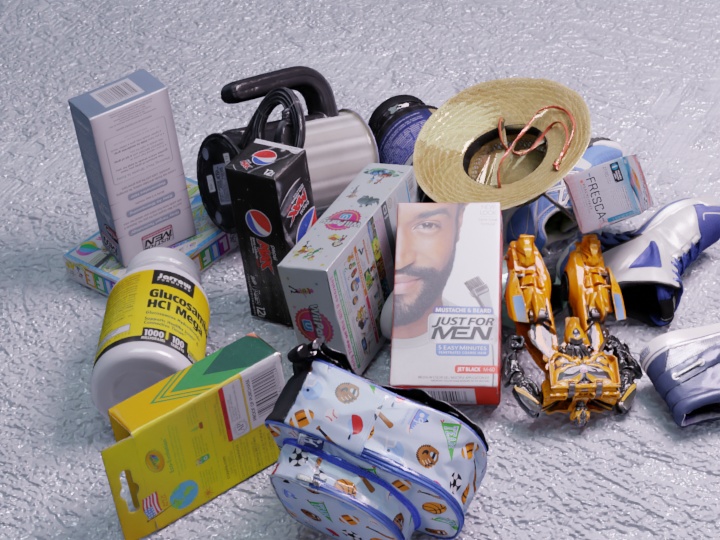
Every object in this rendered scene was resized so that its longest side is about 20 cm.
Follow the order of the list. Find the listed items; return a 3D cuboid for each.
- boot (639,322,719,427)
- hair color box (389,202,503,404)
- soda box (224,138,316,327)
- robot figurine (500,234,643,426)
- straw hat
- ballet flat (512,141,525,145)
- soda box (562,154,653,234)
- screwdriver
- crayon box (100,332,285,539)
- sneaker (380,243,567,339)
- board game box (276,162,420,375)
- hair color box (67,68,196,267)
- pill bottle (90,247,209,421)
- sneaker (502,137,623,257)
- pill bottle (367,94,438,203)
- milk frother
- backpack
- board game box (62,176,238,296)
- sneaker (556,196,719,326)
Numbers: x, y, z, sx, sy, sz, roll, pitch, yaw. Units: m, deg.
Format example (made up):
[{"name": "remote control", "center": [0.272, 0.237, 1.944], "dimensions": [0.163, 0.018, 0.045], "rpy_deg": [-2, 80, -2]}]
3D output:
[{"name": "boot", "center": [0.383, 0.095, 1.584], "dimensions": [0.199, 0.073, 0.091], "rpy_deg": [-16, 53, -10]}, {"name": "hair color box", "center": [0.090, 0.033, 1.635], "dimensions": [0.110, 0.064, 0.201], "rpy_deg": [-1, 66, 7]}, {"name": "soda box", "center": [-0.088, -0.038, 1.727], "dimensions": [0.070, 0.201, 0.063], "rpy_deg": [15, 42, 28]}, {"name": "robot figurine", "center": [0.207, 0.060, 1.606], "dimensions": [0.144, 0.058, 0.201], "rpy_deg": [-2, 58, -9]}, {"name": "straw hat", "center": [0.164, -0.114, 1.751], "dimensions": [0.200, 0.085, 0.202], "rpy_deg": [-12, 52, 16]}, {"name": "ballet flat", "center": [0.205, -0.175, 1.917], "dimensions": [0.067, 0.064, 0.200], "rpy_deg": [-36, 12, -1]}, {"name": "soda box", "center": [0.267, -0.083, 1.708], "dimensions": [0.068, 0.064, 0.200], "rpy_deg": [-19, 1, 15]}, {"name": "screwdriver", "center": [0.194, -0.101, 1.794], "dimensions": [0.029, 0.028, 0.200], "rpy_deg": [-55, 35, 3]}, {"name": "crayon box", "center": [-0.162, 0.160, 1.534], "dimensions": [0.199, 0.128, 0.051], "rpy_deg": [-28, 40, -26]}, {"name": "sneaker", "center": [0.125, 0.035, 1.690], "dimensions": [0.200, 0.074, 0.118], "rpy_deg": [-22, 32, -23]}, {"name": "board game box", "center": [0.000, 0.000, 1.701], "dimensions": [0.064, 0.148, 0.200], "rpy_deg": [7, 38, 28]}, {"name": "hair color box", "center": [-0.255, -0.114, 1.803], "dimensions": [0.099, 0.201, 0.061], "rpy_deg": [-26, 40, -24]}, {"name": "pill bottle", "center": [-0.217, 0.067, 1.683], "dimensions": [0.112, 0.113, 0.200], "rpy_deg": [-5, 36, 3]}, {"name": "sneaker", "center": [0.239, -0.080, 1.842], "dimensions": [0.200, 0.076, 0.077], "rpy_deg": [-39, 52, -22]}, {"name": "pill bottle", "center": [0.081, -0.127, 1.893], "dimensions": [0.111, 0.112, 0.200], "rpy_deg": [-17, 38, -13]}, {"name": "milk frother", "center": [-0.061, -0.137, 1.829], "dimensions": [0.187, 0.182, 0.200], "rpy_deg": [-15, 23, -34]}, {"name": "backpack", "center": [0.016, 0.172, 1.443], "dimensions": [0.189, 0.200, 0.155], "rpy_deg": [13, 71, 15]}, {"name": "board game box", "center": [-0.233, -0.034, 1.891], "dimensions": [0.134, 0.034, 0.200], "rpy_deg": [23, 46, 35]}, {"name": "sneaker", "center": [0.321, 0.003, 1.712], "dimensions": [0.199, 0.081, 0.115], "rpy_deg": [-20, 49, -22]}]
